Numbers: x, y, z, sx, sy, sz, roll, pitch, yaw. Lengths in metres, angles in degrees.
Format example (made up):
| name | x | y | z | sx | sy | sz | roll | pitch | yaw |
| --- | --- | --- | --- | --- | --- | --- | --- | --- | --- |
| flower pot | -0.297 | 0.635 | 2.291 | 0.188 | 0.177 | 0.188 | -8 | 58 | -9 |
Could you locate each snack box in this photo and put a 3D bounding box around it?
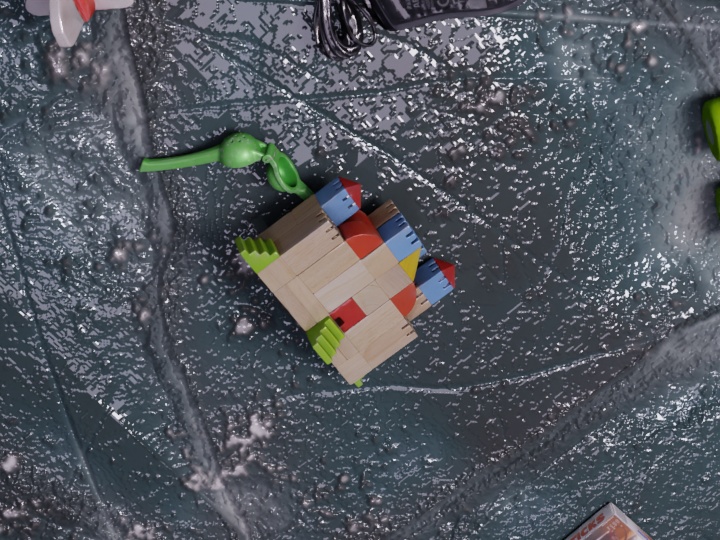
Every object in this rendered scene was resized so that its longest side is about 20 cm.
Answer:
| name | x | y | z | sx | sy | sz | roll | pitch | yaw |
| --- | --- | --- | --- | --- | --- | --- | --- | --- | --- |
| snack box | 0.203 | 0.321 | 1.350 | 0.072 | 0.024 | 0.200 | 41 | 107 | -19 |

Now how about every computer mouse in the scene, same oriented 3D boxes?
| name | x | y | z | sx | sy | sz | roll | pitch | yaw |
| --- | --- | --- | --- | --- | --- | --- | --- | --- | --- |
| computer mouse | 0.053 | -0.251 | 1.078 | 0.197 | 0.053 | 0.140 | -5 | 114 | 12 |

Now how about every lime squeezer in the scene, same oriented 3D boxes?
| name | x | y | z | sx | sy | sz | roll | pitch | yaw |
| --- | --- | --- | --- | --- | --- | --- | --- | --- | --- |
| lime squeezer | -0.088 | -0.078 | 1.156 | 0.198 | 0.038 | 0.071 | 20 | 112 | -11 |

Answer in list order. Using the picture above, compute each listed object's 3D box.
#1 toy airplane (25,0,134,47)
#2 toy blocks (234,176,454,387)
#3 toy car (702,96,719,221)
| name | x | y | z | sx | sy | sz | roll | pitch | yaw |
| --- | --- | --- | --- | --- | --- | --- | --- | --- | --- |
| toy airplane | -0.250 | -0.261 | 1.010 | 0.198 | 0.142 | 0.200 | 37 | 123 | -7 |
| toy blocks | 0.000 | 0.000 | 1.160 | 0.136 | 0.100 | 0.200 | -36 | 123 | 4 |
| toy car | 0.388 | -0.072 | 1.082 | 0.162 | 0.200 | 0.159 | -15 | 114 | 5 |
